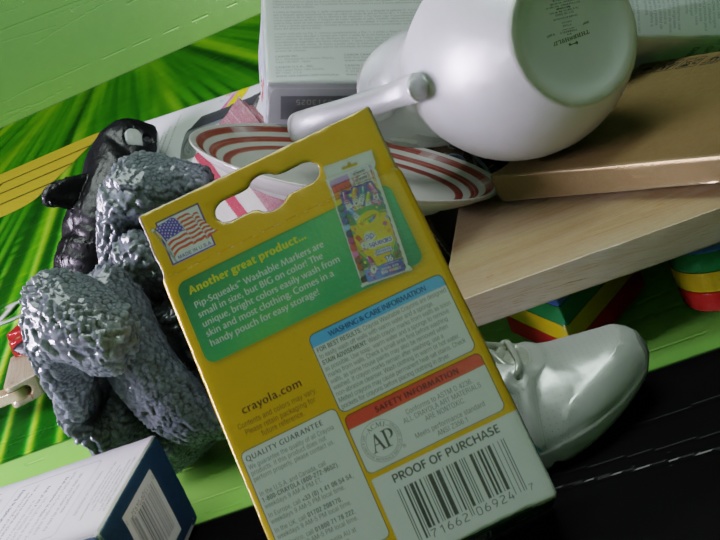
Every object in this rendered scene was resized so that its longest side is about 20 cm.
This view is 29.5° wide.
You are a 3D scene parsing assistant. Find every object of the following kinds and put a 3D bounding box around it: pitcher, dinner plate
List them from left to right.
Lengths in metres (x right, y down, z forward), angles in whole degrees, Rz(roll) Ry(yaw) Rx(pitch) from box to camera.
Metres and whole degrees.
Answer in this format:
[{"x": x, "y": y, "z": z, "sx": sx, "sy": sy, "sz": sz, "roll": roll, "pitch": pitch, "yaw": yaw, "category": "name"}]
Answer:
[{"x": -0.010, "y": -0.061, "z": 0.859, "sx": 0.197, "sy": 0.025, "sz": 0.200, "roll": 8, "pitch": 14, "yaw": -2, "category": "dinner plate"}, {"x": 0.056, "y": -0.115, "z": 0.811, "sx": 0.170, "sy": 0.123, "sz": 0.199, "roll": -24, "pitch": 8, "yaw": -22, "category": "pitcher"}]

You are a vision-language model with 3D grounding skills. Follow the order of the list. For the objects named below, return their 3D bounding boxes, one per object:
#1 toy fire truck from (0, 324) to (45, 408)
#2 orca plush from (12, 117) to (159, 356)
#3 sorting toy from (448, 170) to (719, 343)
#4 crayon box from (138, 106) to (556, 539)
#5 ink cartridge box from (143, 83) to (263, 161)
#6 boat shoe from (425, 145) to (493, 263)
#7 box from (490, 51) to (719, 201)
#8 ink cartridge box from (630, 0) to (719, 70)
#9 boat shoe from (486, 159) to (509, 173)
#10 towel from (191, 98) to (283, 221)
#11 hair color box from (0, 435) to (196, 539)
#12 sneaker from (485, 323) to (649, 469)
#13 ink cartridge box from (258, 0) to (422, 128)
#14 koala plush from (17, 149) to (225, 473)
[{"x": -0.269, "y": 0.080, "z": 1.122, "sx": 0.198, "sy": 0.049, "sz": 0.141, "roll": -14, "pitch": 21, "yaw": 29, "category": "toy fire truck"}, {"x": -0.214, "y": -0.033, "z": 1.012, "sx": 0.105, "sy": 0.071, "sz": 0.202, "roll": 9, "pitch": 71, "yaw": 59, "category": "orca plush"}, {"x": 0.157, "y": -0.022, "z": 0.797, "sx": 0.198, "sy": 0.070, "sz": 0.199, "roll": -20, "pitch": 18, "yaw": 15, "category": "sorting toy"}, {"x": -0.007, "y": 0.042, "z": 0.638, "sx": 0.124, "sy": 0.202, "sz": 0.052, "roll": -25, "pitch": -16, "yaw": -1, "category": "crayon box"}, {"x": -0.073, "y": -0.066, "z": 1.083, "sx": 0.198, "sy": 0.148, "sz": 0.087, "roll": -13, "pitch": 48, "yaw": 35, "category": "ink cartridge box"}, {"x": 0.054, "y": -0.074, "z": 0.985, "sx": 0.072, "sy": 0.072, "sz": 0.201, "roll": -30, "pitch": 32, "yaw": 19, "category": "boat shoe"}, {"x": 0.192, "y": -0.089, "z": 0.785, "sx": 0.163, "sy": 0.021, "sz": 0.199, "roll": -36, "pitch": 21, "yaw": -31, "category": "box"}, {"x": 0.210, "y": -0.148, "z": 0.967, "sx": 0.197, "sy": 0.041, "sz": 0.200, "roll": -4, "pitch": -9, "yaw": -7, "category": "ink cartridge box"}, {"x": 0.132, "y": -0.074, "z": 0.981, "sx": 0.069, "sy": 0.067, "sz": 0.200, "roll": -28, "pitch": 17, "yaw": -10, "category": "boat shoe"}, {"x": -0.108, "y": -0.005, "z": 0.961, "sx": 0.201, "sy": 0.023, "sz": 0.144, "roll": -51, "pitch": 46, "yaw": 13, "category": "towel"}, {"x": -0.198, "y": 0.167, "z": 0.757, "sx": 0.198, "sy": 0.061, "sz": 0.100, "roll": -19, "pitch": 18, "yaw": 17, "category": "hair color box"}, {"x": 0.048, "y": 0.066, "z": 0.683, "sx": 0.198, "sy": 0.081, "sz": 0.071, "roll": -23, "pitch": 16, "yaw": 3, "category": "sneaker"}, {"x": 0.004, "y": -0.187, "z": 1.007, "sx": 0.159, "sy": 0.051, "sz": 0.202, "roll": -1, "pitch": 46, "yaw": -5, "category": "ink cartridge box"}, {"x": -0.067, "y": 0.045, "z": 0.817, "sx": 0.197, "sy": 0.186, "sz": 0.178, "roll": 2, "pitch": 38, "yaw": 16, "category": "koala plush"}]
